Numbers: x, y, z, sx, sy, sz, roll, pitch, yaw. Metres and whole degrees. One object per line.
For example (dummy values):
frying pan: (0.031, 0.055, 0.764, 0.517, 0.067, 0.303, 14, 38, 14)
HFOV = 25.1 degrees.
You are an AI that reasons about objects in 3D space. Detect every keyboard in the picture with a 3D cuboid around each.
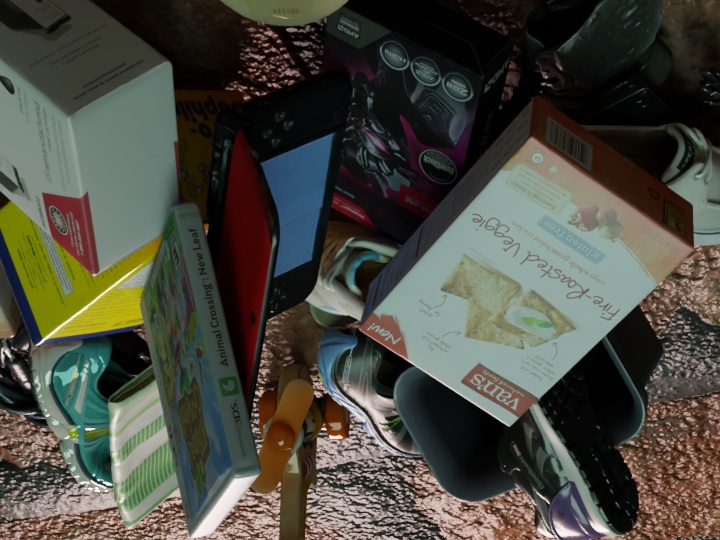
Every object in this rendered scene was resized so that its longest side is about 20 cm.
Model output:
keyboard: (0.233, -0.094, 1.165, 0.127, 0.021, 0.200, -26, 150, 24)

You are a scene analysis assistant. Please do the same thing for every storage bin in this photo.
storage bin: (0.144, 0.077, 1.323, 0.200, 0.134, 0.146, -29, 94, 32)

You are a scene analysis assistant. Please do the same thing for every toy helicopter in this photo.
toy helicopter: (-0.058, 0.177, 1.411, 0.078, 0.201, 0.132, -2, 157, 7)

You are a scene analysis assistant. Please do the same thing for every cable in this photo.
cable: (-0.246, 0.105, 1.456, 0.163, 0.051, 0.200, -31, 130, 32)

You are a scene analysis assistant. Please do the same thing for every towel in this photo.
towel: (-0.159, 0.132, 1.426, 0.023, 0.152, 0.200, 39, 147, 22)

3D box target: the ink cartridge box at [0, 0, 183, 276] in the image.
ink cartridge box: (-0.213, -0.116, 1.073, 0.200, 0.083, 0.147, 38, 147, 29)

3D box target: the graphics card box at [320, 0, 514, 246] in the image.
graphics card box: (0.031, -0.105, 1.148, 0.125, 0.051, 0.200, 30, 142, 16)

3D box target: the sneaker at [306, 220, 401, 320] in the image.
sneaker: (0.000, 0.000, 1.238, 0.199, 0.077, 0.081, 21, 170, 42)

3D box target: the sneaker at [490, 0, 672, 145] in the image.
sneaker: (0.136, -0.144, 1.123, 0.199, 0.060, 0.104, -31, 135, 26)

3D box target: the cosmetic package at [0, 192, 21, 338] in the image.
cosmetic package: (-0.328, -0.043, 1.248, 0.087, 0.104, 0.200, -4, 141, 8)

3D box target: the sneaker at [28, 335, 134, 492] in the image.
sneaker: (-0.224, 0.125, 1.393, 0.079, 0.078, 0.200, -10, 141, 3)

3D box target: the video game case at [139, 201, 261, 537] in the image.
video game case: (-0.114, 0.074, 1.097, 0.022, 0.183, 0.200, -9, 163, -18)

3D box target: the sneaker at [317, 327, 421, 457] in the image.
sneaker: (0.039, 0.107, 1.402, 0.082, 0.071, 0.200, -10, 147, 29)

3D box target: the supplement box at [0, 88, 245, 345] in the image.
supplement box: (-0.167, -0.039, 1.203, 0.200, 0.110, 0.109, -33, 164, 36)

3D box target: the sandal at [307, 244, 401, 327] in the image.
sandal: (0.047, 0.009, 1.314, 0.200, 0.058, 0.080, -14, 137, 20)

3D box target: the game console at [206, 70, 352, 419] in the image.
game console: (-0.047, -0.008, 1.090, 0.119, 0.172, 0.201, 36, 133, 29)

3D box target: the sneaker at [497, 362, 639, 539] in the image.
sneaker: (0.130, 0.119, 1.226, 0.087, 0.076, 0.201, -18, 99, 38)

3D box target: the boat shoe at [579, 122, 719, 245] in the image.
boat shoe: (0.212, -0.068, 1.117, 0.199, 0.071, 0.070, 7, 150, -20)

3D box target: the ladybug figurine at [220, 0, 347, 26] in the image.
ladybug figurine: (-0.052, -0.244, 1.009, 0.135, 0.072, 0.201, 2, 141, 3)

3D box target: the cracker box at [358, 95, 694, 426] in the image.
cracker box: (0.109, -0.001, 1.084, 0.134, 0.058, 0.200, 32, 125, -12)
